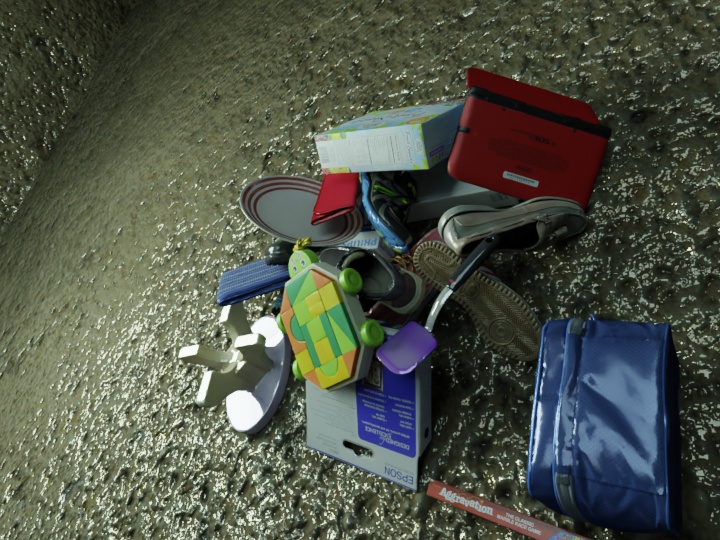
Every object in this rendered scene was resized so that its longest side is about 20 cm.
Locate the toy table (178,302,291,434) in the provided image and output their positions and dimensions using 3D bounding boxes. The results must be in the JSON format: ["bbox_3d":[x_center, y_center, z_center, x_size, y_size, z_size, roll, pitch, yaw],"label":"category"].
[{"bbox_3d":[-0.197,0.149,0.849,0.182,0.117,0.202,-23,49,23],"label":"toy table"}]

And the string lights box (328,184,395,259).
[{"bbox_3d":[0.020,-0.107,0.889,0.101,0.059,0.203,-4,60,32],"label":"string lights box"}]

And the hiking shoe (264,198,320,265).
[{"bbox_3d":[-0.117,-0.068,0.874,0.074,0.103,0.200,-3,13,7],"label":"hiking shoe"}]

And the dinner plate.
[{"bbox_3d":[-0.093,-0.092,0.820,0.201,0.197,0.025,62,142,43],"label":"dinner plate"}]

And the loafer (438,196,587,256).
[{"bbox_3d":[0.198,-0.046,0.652,0.196,0.073,0.063,-4,42,-10],"label":"loafer"}]

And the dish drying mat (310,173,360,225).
[{"bbox_3d":[-0.035,-0.140,0.840,0.076,0.018,0.201,-19,31,18],"label":"dish drying mat"}]

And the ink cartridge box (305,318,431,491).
[{"bbox_3d":[0.005,0.165,0.697,0.196,0.043,0.204,7,101,38],"label":"ink cartridge box"}]

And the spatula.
[{"bbox_3d":[0.097,0.036,0.600,0.201,0.020,0.056,-52,43,1],"label":"spatula"}]

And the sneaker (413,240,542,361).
[{"bbox_3d":[0.166,0.030,0.683,0.200,0.112,0.072,44,111,14],"label":"sneaker"}]

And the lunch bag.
[{"bbox_3d":[0.233,0.139,0.506,0.131,0.136,0.203,-4,59,35],"label":"lunch bag"}]

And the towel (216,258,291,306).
[{"bbox_3d":[-0.173,0.012,0.889,0.143,0.024,0.200,-18,15,-8],"label":"towel"}]

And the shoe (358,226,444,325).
[{"bbox_3d":[0.068,0.005,0.755,0.071,0.091,0.202,26,80,44],"label":"shoe"}]

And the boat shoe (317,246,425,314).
[{"bbox_3d":[0.000,0.000,0.700,0.199,0.065,0.073,26,84,46],"label":"boat shoe"}]

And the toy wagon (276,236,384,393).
[{"bbox_3d":[-0.055,0.054,0.675,0.154,0.039,0.203,-32,76,39],"label":"toy wagon"}]

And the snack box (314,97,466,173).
[{"bbox_3d":[0.057,-0.205,0.792,0.198,0.069,0.168,5,29,40],"label":"snack box"}]

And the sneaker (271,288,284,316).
[{"bbox_3d":[-0.065,0.030,0.852,0.197,0.079,0.097,-7,56,34],"label":"sneaker"}]

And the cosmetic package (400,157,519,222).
[{"bbox_3d":[0.156,-0.165,0.828,0.197,0.052,0.153,-6,60,35],"label":"cosmetic package"}]

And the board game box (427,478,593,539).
[{"bbox_3d":[0.172,0.252,0.502,0.198,0.103,0.020,6,64,39],"label":"board game box"}]

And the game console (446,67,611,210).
[{"bbox_3d":[0.228,-0.187,0.727,0.119,0.197,0.175,-85,11,-83],"label":"game console"}]

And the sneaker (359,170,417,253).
[{"bbox_3d":[0.049,-0.108,0.777,0.082,0.071,0.201,-24,43,14],"label":"sneaker"}]
